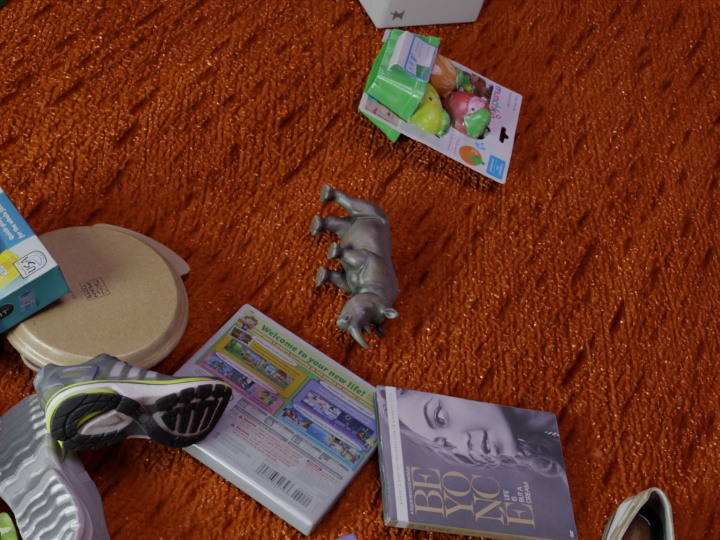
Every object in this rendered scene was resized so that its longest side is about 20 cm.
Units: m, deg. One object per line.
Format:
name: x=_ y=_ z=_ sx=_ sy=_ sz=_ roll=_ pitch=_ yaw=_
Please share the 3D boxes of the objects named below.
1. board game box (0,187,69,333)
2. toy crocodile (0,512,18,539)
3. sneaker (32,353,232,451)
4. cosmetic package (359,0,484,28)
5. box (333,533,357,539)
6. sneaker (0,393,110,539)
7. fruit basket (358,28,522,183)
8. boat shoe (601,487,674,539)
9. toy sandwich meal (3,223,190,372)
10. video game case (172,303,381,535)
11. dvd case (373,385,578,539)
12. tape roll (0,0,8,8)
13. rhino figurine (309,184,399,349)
board game box: x=-0.392 y=0.011 z=1.243 sx=0.199 sy=0.047 sz=0.151 roll=-33 pitch=58 yaw=-17
toy crocodile: x=-0.299 y=0.250 z=1.094 sx=0.067 sy=0.062 sz=0.201 roll=-13 pitch=54 yaw=-30
sneaker: x=-0.200 y=0.108 z=1.209 sx=0.199 sy=0.074 sz=0.081 roll=8 pitch=28 yaw=-45
cosmetic package: x=0.072 y=-0.457 z=1.836 sx=0.165 sy=0.168 sz=0.201 roll=-9 pitch=52 yaw=-28
box: x=-0.066 y=0.306 z=1.140 sx=0.199 sy=0.049 sz=0.118 roll=-16 pitch=55 yaw=-30
sneaker: x=-0.267 y=0.190 z=1.171 sx=0.074 sy=0.082 sz=0.200 roll=-35 pitch=44 yaw=2
fruit basket: x=0.105 y=-0.211 z=1.668 sx=0.199 sy=0.094 sz=0.186 roll=22 pitch=44 yaw=-4
boat shoe: x=0.251 y=0.288 z=1.260 sx=0.074 sy=0.069 sz=0.201 roll=19 pitch=44 yaw=-2
toy sandwich meal: x=-0.259 y=0.036 z=1.316 sx=0.203 sy=0.071 sz=0.206 roll=9 pitch=49 yaw=-10
video game case: x=-0.082 y=0.138 z=1.313 sx=0.199 sy=0.022 sz=0.182 roll=32 pitch=45 yaw=12
dvd case: x=0.111 y=0.190 z=1.322 sx=0.198 sy=0.016 sz=0.150 roll=10 pitch=49 yaw=-18
tape roll: x=-0.512 y=-0.377 z=1.626 sx=0.199 sy=0.048 sz=0.201 roll=10 pitch=45 yaw=-10
rhino figurine: x=0.000 y=0.000 z=1.448 sx=0.087 sy=0.060 sz=0.201 roll=13 pitch=47 yaw=-23
